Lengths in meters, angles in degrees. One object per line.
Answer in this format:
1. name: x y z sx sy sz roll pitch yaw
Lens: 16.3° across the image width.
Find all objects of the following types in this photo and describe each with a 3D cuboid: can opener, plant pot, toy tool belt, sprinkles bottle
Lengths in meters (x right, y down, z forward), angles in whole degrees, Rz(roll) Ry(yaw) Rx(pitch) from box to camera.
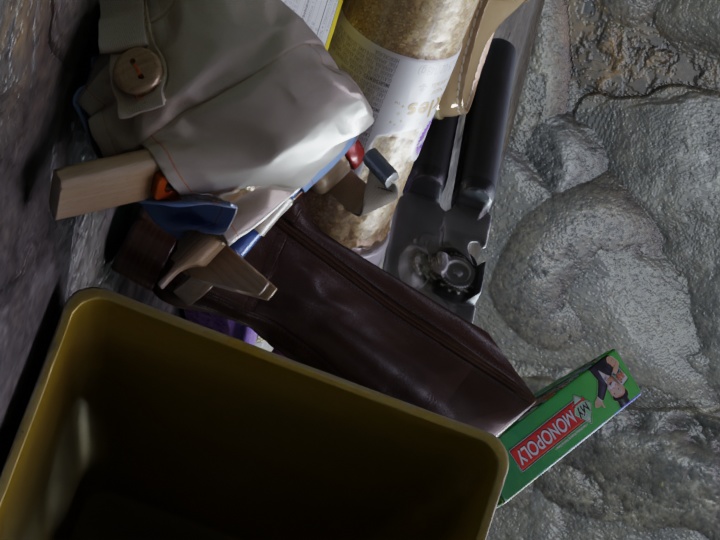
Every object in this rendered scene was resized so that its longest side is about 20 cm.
1. can opener: 0.045 -0.040 1.368 0.067 0.053 0.201 111 -7 -53
2. plant pot: -0.072 0.154 1.103 0.176 0.199 0.201 121 -11 -68
3. toy tool belt: -0.066 -0.046 1.045 0.123 0.125 0.200 -42 166 -4
4. sprinkles bottle: 0.005 -0.084 1.269 0.068 0.068 0.201 -64 176 -56

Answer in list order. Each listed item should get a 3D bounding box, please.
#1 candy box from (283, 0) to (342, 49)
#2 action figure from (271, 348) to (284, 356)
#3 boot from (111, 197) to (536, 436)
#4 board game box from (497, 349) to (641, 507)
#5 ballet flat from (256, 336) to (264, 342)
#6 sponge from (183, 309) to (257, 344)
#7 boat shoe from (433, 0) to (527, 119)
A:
1. candy box: -0.025 -0.190 1.171 0.102 0.026 0.201 26 79 -58
2. action figure: -0.046 0.113 1.333 0.200 0.148 0.135 -60 166 -54
3. boot: 0.000 0.000 1.194 0.064 0.199 0.187 -61 180 40
4. board game box: 0.035 0.114 1.270 0.200 0.029 0.134 -34 178 42
5. ballet flat: -0.026 0.012 1.570 0.200 0.075 0.068 -48 153 -76
6. sponge: -0.066 -0.021 1.363 0.200 0.030 0.112 91 17 -66
7. boat shoe: 0.079 -0.171 1.315 0.071 0.064 0.201 -44 150 -76
